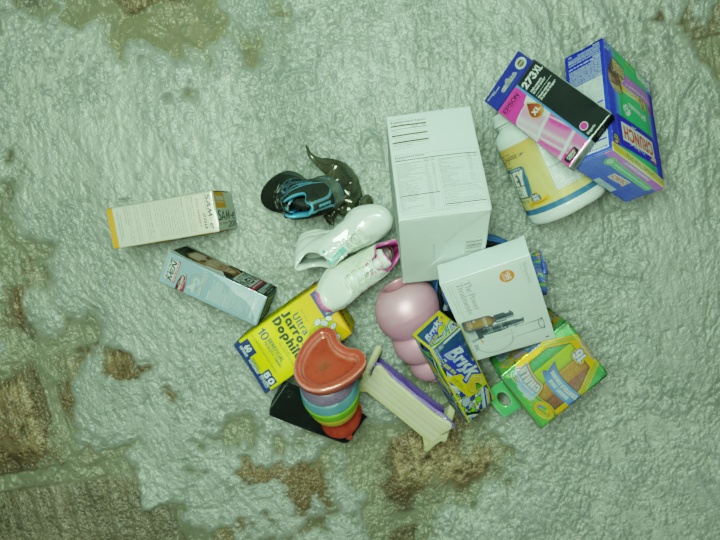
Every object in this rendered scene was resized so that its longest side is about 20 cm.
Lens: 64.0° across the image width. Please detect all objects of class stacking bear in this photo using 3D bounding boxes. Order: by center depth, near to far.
[{"bbox_3d":[-0.046,0.221,1.013,0.120,0.203,0.113,31,58,34],"label":"stacking bear"}]

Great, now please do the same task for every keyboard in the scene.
[{"bbox_3d":[-0.069,0.253,1.099,0.197,0.021,0.129,29,104,-29],"label":"keyboard"}]

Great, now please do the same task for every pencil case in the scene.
[{"bbox_3d":[0.236,0.019,1.023,0.193,0.087,0.081,-10,76,3],"label":"pencil case"}]

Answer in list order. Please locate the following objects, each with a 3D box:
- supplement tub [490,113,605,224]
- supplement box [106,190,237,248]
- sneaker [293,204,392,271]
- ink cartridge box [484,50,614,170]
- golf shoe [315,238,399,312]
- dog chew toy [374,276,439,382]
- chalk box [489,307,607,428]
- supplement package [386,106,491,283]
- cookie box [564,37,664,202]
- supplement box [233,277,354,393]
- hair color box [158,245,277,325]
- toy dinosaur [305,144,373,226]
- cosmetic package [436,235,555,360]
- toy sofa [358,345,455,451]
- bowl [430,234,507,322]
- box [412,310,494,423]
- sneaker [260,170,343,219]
[{"bbox_3d":[0.322,-0.200,1.000,0.142,0.145,0.204,-27,95,6],"label":"supplement tub"},{"bbox_3d":[-0.338,-0.094,1.053,0.193,0.126,0.076,-9,96,4],"label":"supplement box"},{"bbox_3d":[-0.032,-0.045,1.010,0.196,0.090,0.076,-22,119,24],"label":"sneaker"},{"bbox_3d":[0.285,-0.255,0.898,0.201,0.037,0.096,48,114,28],"label":"ink cartridge box"},{"bbox_3d":[0.000,0.000,1.019,0.199,0.091,0.076,-40,96,-38],"label":"golf shoe"},{"bbox_3d":[0.105,0.115,1.067,0.122,0.125,0.205,-23,104,5],"label":"dog chew toy"},{"bbox_3d":[0.322,0.190,1.061,0.199,0.124,0.125,-42,94,7],"label":"chalk box"},{"bbox_3d":[0.125,-0.121,0.958,0.142,0.193,0.206,-6,61,3],"label":"supplement package"},{"bbox_3d":[0.416,-0.242,0.947,0.168,0.074,0.207,18,66,-36],"label":"cookie box"},{"bbox_3d":[-0.120,0.116,1.079,0.197,0.110,0.110,-35,95,6],"label":"supplement box"},{"bbox_3d":[-0.262,0.025,1.078,0.195,0.099,0.062,24,98,-1],"label":"hair color box"},{"bbox_3d":[-0.037,-0.148,1.070,0.101,0.077,0.203,-31,90,-6],"label":"toy dinosaur"},{"bbox_3d":[0.228,0.053,0.959,0.147,0.052,0.202,-20,128,15],"label":"cosmetic package"},{"bbox_3d":[0.089,0.233,1.081,0.198,0.083,0.098,38,128,-2],"label":"toy sofa"},{"bbox_3d":[0.230,0.035,1.088,0.193,0.039,0.208,0,97,2],"label":"bowl"},{"bbox_3d":[0.166,0.172,1.018,0.069,0.064,0.203,-37,124,-11],"label":"box"},{"bbox_3d":[-0.123,-0.131,1.020,0.196,0.081,0.075,3,118,43],"label":"sneaker"}]
